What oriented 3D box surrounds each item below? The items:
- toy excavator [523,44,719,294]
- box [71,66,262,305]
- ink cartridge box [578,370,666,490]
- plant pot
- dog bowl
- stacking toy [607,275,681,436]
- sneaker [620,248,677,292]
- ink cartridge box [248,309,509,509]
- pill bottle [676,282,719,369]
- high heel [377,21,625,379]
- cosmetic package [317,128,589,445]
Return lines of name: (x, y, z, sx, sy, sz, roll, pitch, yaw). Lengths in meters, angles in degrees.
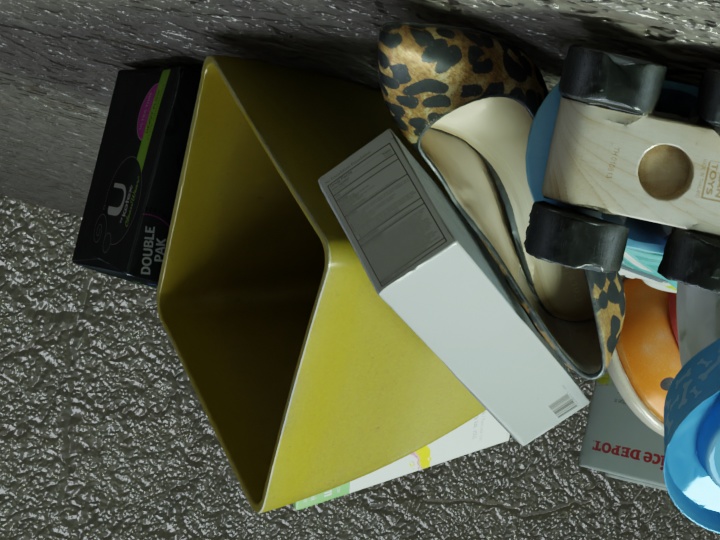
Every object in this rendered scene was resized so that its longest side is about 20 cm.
toy excavator: (0.178, -0.050, 0.877, 0.192, 0.101, 0.200, 11, -171, 3)
box: (-0.081, -0.047, 1.246, 0.198, 0.150, 0.124, 16, 177, -27)
ink cartridge box: (0.302, 0.096, 1.508, 0.144, 0.202, 0.145, 17, 175, -41)
plant pot: (0.000, 0.000, 1.078, 0.175, 0.201, 0.201, -5, -140, -27)
dog bowl: (0.244, 0.058, 0.917, 0.111, 0.199, 0.050, 43, -160, -28)
stacking toy: (0.290, 0.033, 1.311, 0.145, 0.148, 0.199, 16, 147, -34)
sneaker: (0.243, -0.012, 1.197, 0.198, 0.078, 0.080, 15, 167, -6)
ink cartridge box: (0.027, 0.073, 1.181, 0.198, 0.068, 0.117, -16, -136, -17)
pill bottle: (0.290, 0.026, 0.999, 0.198, 0.115, 0.114, -1, 177, -4)
high heel: (0.074, -0.034, 0.869, 0.071, 0.144, 0.200, -26, 147, 21)
cosmetic package: (0.052, 0.015, 0.922, 0.200, 0.050, 0.083, 47, -166, -52)
